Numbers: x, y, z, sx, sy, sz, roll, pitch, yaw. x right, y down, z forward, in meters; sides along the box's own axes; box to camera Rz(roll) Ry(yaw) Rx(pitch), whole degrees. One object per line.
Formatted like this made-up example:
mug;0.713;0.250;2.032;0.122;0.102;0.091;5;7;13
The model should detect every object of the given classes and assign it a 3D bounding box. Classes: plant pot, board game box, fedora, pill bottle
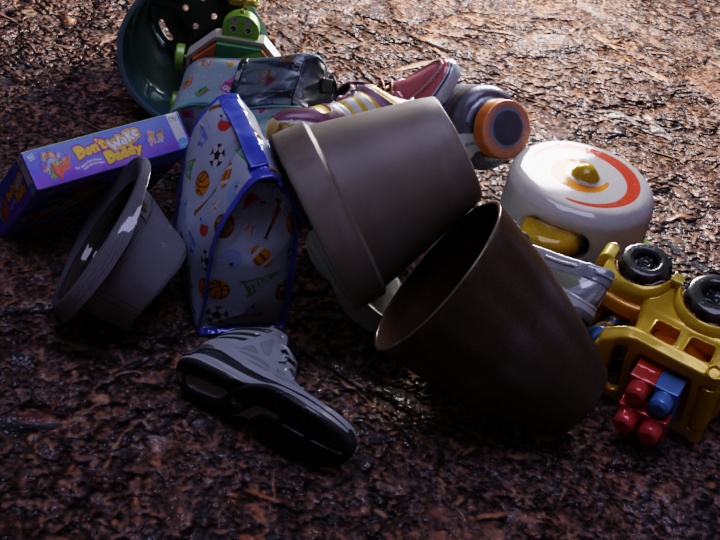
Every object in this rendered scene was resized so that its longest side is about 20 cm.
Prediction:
plant pot;-0.222;-0.323;1.625;0.196;0.203;0.197;5;28;-9
board game box;-0.303;-0.109;1.349;0.198;0.134;0.045;-22;83;-38
plant pot;0.147;0.067;1.204;0.199;0.187;0.188;40;35;-11
fedora;-0.240;-0.015;1.249;0.090;0.177;0.201;34;21;-20
plant pot;0.025;-0.087;1.233;0.172;0.201;0.201;-27;42;1
pill bottle;0.135;-0.184;1.535;0.105;0.108;0.199;-7;11;-24

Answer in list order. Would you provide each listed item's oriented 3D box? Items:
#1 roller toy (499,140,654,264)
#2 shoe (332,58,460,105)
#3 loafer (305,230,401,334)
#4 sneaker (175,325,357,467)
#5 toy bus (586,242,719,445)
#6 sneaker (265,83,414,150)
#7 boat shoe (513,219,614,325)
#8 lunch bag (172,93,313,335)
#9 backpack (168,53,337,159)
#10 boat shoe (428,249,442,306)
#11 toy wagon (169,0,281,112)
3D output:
roller toy;0.253;-0.066;1.446;0.197;0.141;0.183;-5;38;-21
shoe;0.029;-0.214;1.520;0.091;0.199;0.072;38;24;-27
loafer;0.000;0.000;1.345;0.069;0.071;0.200;-14;44;-32
sneaker;-0.071;0.107;1.176;0.198;0.077;0.115;25;39;21
toy bus;0.303;0.090;1.274;0.198;0.137;0.192;28;49;24
sneaker;-0.018;-0.166;1.351;0.197;0.075;0.091;6;56;-27
boat shoe;0.188;-0.013;1.309;0.074;0.065;0.201;31;4;-46
lunch bag;-0.128;-0.062;1.281;0.122;0.203;0.171;-5;38;-21
backpack;-0.132;-0.166;1.440;0.197;0.177;0.155;11;63;19
boat shoe;0.124;0.018;1.365;0.091;0.075;0.202;13;44;-7
toy wagon;-0.160;-0.248;1.519;0.152;0.202;0.040;7;37;-6
